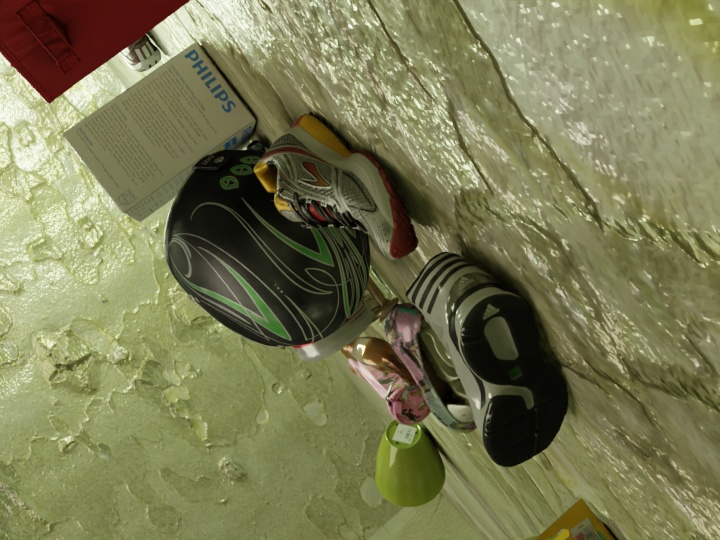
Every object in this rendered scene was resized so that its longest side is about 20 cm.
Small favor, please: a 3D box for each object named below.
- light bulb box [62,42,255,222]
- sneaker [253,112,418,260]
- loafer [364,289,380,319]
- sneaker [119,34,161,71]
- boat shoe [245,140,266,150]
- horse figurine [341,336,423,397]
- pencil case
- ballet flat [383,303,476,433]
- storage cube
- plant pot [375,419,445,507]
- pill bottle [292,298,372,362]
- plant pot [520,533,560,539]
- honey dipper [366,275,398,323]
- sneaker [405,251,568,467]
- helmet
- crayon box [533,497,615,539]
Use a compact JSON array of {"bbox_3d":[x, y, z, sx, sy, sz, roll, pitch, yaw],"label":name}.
[{"bbox_3d":[-0.257,-0.174,1.045,0.125,0.200,0.198,53,172,-7],"label":"light bulb box"},{"bbox_3d":[-0.022,-0.058,0.668,0.200,0.082,0.078,42,168,47],"label":"sneaker"},{"bbox_3d":[-0.007,0.055,1.161,0.063,0.072,0.200,58,176,5],"label":"loafer"},{"bbox_3d":[-0.417,-0.426,1.319,0.200,0.076,0.116,36,162,23],"label":"sneaker"},{"bbox_3d":[-0.146,-0.132,1.111,0.091,0.071,0.200,54,165,-13],"label":"boat shoe"},{"bbox_3d":[0.023,0.133,1.203,0.132,0.050,0.200,36,167,-37],"label":"horse figurine"},{"bbox_3d":[0.050,0.191,1.391,0.087,0.083,0.200,55,172,-32],"label":"pencil case"},{"bbox_3d":[0.098,0.116,0.880,0.071,0.069,0.200,3,134,53],"label":"ballet flat"},{"bbox_3d":[-0.241,-0.269,0.598,0.200,0.180,0.171,49,172,5],"label":"storage cube"},{"bbox_3d":[0.120,0.470,2.019,0.187,0.187,0.200,44,155,40],"label":"plant pot"},{"bbox_3d":[-0.079,0.006,1.005,0.200,0.112,0.112,58,171,-11],"label":"pill bottle"},{"bbox_3d":[0.261,0.438,1.025,0.200,0.200,0.184,48,-176,20],"label":"plant pot"},{"bbox_3d":[0.000,0.000,0.990,0.200,0.038,0.038,55,172,-3],"label":"honey dipper"},{"bbox_3d":[0.099,0.062,0.631,0.115,0.076,0.201,55,170,50],"label":"sneaker"},{"bbox_3d":[-0.084,-0.020,0.812,0.190,0.200,0.200,27,164,18],"label":"helmet"},{"bbox_3d":[0.252,0.364,0.870,0.200,0.126,0.052,52,173,0],"label":"crayon box"}]
